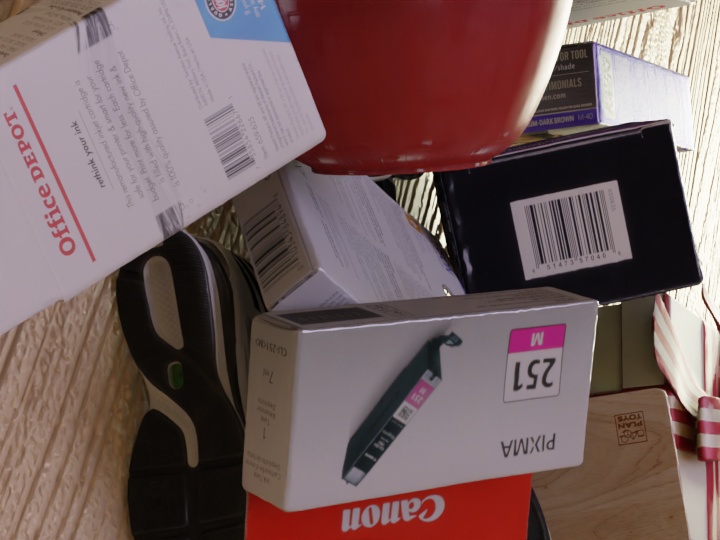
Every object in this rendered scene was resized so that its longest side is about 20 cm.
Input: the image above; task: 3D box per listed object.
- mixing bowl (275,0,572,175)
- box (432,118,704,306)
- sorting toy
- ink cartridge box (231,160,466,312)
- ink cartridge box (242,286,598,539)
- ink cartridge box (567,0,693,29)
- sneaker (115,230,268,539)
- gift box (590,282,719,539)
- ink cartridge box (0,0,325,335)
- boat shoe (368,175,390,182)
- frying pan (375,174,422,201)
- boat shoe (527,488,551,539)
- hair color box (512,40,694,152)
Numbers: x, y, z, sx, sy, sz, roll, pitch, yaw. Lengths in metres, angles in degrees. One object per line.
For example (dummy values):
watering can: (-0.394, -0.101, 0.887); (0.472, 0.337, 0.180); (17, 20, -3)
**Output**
mixing bowl: (0.020, -0.108, 1.178); (0.200, 0.200, 0.109); (-19, 107, -63)
box: (0.126, -0.032, 1.443); (0.200, 0.147, 0.105); (-106, -176, -86)
sorting toy: (0.101, 0.186, 1.374); (0.070, 0.199, 0.199); (61, 20, -84)
ink cartridge box: (0.000, 0.000, 1.252); (0.200, 0.043, 0.197); (43, 16, -38)
ink cartridge box: (0.030, 0.102, 1.156); (0.200, 0.043, 0.174); (-5, 104, -37)
ink cartridge box: (0.126, -0.257, 1.574); (0.200, 0.147, 0.145); (9, 75, -62)
sneaker: (-0.065, 0.080, 1.192); (0.115, 0.075, 0.201); (10, 72, -60)
gift box: (0.172, 0.104, 1.527); (0.184, 0.186, 0.201); (22, 65, -60)
ink cartridge box: (-0.128, -0.068, 1.061); (0.200, 0.067, 0.116); (-32, 117, -22)
boat shoe: (-0.024, -0.114, 1.321); (0.200, 0.062, 0.075); (42, 46, -45)
frying pan: (0.023, -0.077, 1.452); (0.115, 0.031, 0.191); (-5, 91, -61)
boat shoe: (0.043, 0.098, 1.317); (0.202, 0.074, 0.063); (55, -16, 13)
hair color box: (0.159, -0.118, 1.643); (0.200, 0.109, 0.065); (9, 77, -62)
